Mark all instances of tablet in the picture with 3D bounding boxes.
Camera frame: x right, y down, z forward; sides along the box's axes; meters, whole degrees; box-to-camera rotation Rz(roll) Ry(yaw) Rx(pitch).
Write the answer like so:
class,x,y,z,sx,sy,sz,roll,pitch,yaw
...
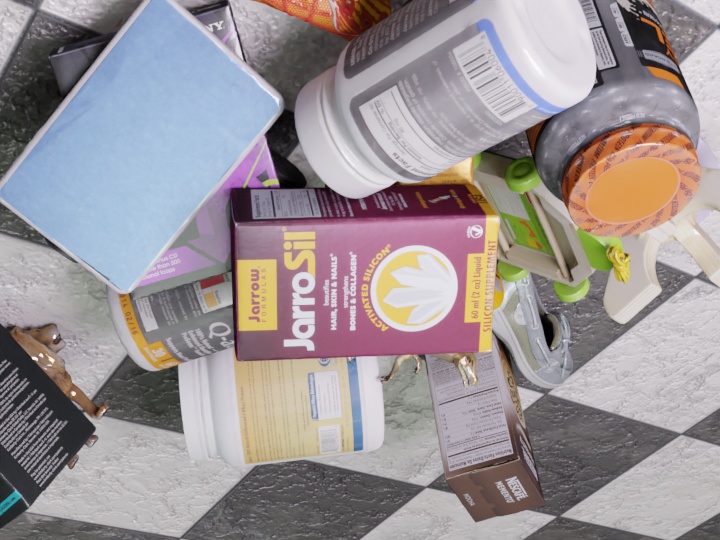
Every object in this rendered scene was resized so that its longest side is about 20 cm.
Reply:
class,x,y,z,sx,sy,sz,roll,pitch,yaw
tablet,-0.164,-0.092,0.840,0.130,0.014,0.200,39,100,-18

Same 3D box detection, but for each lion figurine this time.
class,x,y,z,sx,sy,sz,roll,pitch,yaw
lion figurine,-0.331,0.139,1.178,0.122,0.073,0.201,35,141,1

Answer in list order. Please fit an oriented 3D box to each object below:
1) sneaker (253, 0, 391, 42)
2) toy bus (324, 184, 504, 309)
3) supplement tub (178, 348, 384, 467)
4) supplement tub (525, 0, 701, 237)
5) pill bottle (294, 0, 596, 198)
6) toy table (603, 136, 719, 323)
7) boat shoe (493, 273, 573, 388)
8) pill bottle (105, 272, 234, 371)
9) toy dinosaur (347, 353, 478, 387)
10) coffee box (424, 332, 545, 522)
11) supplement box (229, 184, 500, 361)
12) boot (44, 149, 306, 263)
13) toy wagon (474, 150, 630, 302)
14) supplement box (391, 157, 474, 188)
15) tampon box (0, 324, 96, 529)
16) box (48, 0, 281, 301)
class,x,y,z,sx,sy,sz,roll,pitch,yaw
sneaker,-0.056,-0.219,0.802,0.198,0.074,0.076,26,158,-37
toy bus,0.052,-0.027,1.041,0.065,0.079,0.199,-30,138,25
supplement tub,-0.080,0.121,1.147,0.196,0.146,0.146,-6,143,-4
supplement tub,0.176,-0.132,0.834,0.120,0.203,0.123,-6,143,-4
pill bottle,0.053,-0.131,0.783,0.198,0.116,0.113,-24,142,38
toy table,0.274,-0.053,1.005,0.197,0.118,0.185,14,127,-33
boat shoe,0.185,0.057,1.183,0.064,0.075,0.202,-20,134,22
pill bottle,-0.121,0.010,1.023,0.197,0.118,0.117,-17,142,11
toy dinosaur,0.031,0.045,1.048,0.100,0.059,0.200,-31,125,24
coffee box,0.123,0.141,1.169,0.079,0.203,0.113,-17,142,12
supplement box,0.000,0.000,0.858,0.196,0.086,0.112,-2,110,-7
boot,-0.153,-0.054,0.937,0.197,0.070,0.134,15,108,-12
toy wagon,0.157,-0.038,0.975,0.040,0.198,0.156,-49,133,-19
supplement box,0.056,-0.069,0.924,0.067,0.067,0.204,-2,110,-8
tampon box,-0.385,0.143,1.061,0.149,0.127,0.201,-34,101,30
box,-0.141,-0.090,0.869,0.141,0.036,0.203,-16,110,-3
